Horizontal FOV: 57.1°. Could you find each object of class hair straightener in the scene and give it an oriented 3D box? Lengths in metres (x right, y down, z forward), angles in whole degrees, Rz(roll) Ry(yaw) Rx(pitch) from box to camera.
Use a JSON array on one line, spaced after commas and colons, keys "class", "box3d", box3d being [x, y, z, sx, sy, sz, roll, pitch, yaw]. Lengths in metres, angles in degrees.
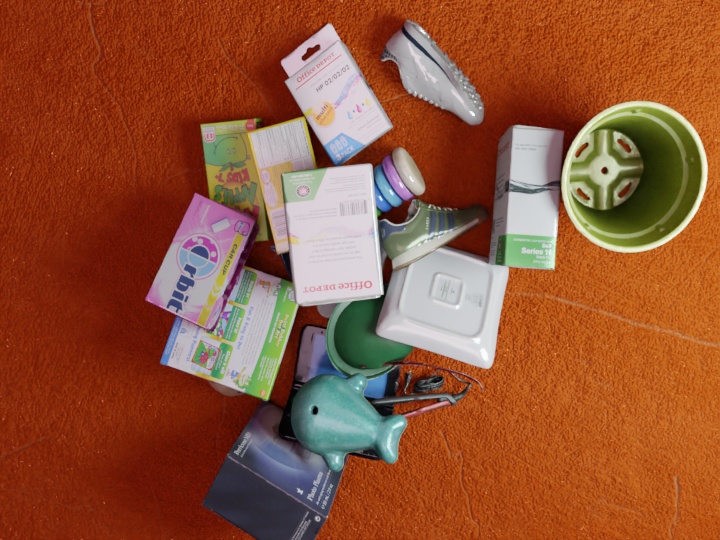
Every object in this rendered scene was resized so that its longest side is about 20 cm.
[{"class": "hair straightener", "box3d": [0.103, 0.211, 1.149, 0.194, 0.041, 0.079, -12, 78, -15]}]

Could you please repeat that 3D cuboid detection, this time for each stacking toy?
[{"class": "stacking toy", "box3d": [0.009, -0.119, 1.116, 0.197, 0.085, 0.087, -31, 96, 19]}]

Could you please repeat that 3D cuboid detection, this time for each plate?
[{"class": "plate", "box3d": [0.140, 0.039, 1.083, 0.194, 0.033, 0.204, 16, 60, 3]}]

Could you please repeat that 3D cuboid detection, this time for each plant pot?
[{"class": "plant pot", "box3d": [0.386, -0.147, 0.999, 0.193, 0.184, 0.208, 1, 102, 7]}]

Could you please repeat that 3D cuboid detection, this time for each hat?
[{"class": "hat", "box3d": [0.061, 0.122, 1.066, 0.195, 0.175, 0.171, -18, 110, -19]}]

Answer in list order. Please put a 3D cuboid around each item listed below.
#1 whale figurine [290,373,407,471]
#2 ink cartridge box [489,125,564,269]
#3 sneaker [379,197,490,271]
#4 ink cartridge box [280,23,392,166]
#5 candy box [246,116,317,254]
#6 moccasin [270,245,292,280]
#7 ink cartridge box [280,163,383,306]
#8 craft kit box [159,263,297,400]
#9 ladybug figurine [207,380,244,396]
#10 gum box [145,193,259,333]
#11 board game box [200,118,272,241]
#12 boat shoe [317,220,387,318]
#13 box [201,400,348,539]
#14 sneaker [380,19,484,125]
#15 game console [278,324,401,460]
[{"class": "whale figurine", "box3d": [-0.026, 0.244, 1.072, 0.195, 0.104, 0.164, 15, 78, 25]}, {"class": "ink cartridge box", "box3d": [0.255, -0.108, 1.028, 0.080, 0.147, 0.208, 4, 92, 3]}, {"class": "sneaker", "box3d": [0.117, -0.082, 1.079, 0.196, 0.067, 0.092, -28, 87, -19]}, {"class": "ink cartridge box", "box3d": [-0.045, -0.291, 1.088, 0.113, 0.068, 0.203, -31, 95, 12]}, {"class": "candy box", "box3d": [-0.115, -0.139, 1.090, 0.099, 0.026, 0.207, -14, 94, -6]}, {"class": "moccasin", "box3d": [-0.128, -0.069, 1.144, 0.078, 0.068, 0.206, -15, 99, 10]}, {"class": "ink cartridge box", "box3d": [-0.042, -0.058, 1.041, 0.140, 0.088, 0.207, -6, 97, 1]}, {"class": "craft kit box", "box3d": [-0.216, 0.093, 1.132, 0.192, 0.049, 0.206, 18, 79, 2]}, {"class": "ladybug figurine", "box3d": [-0.242, 0.135, 1.199, 0.131, 0.072, 0.207, -6, 100, 9]}, {"class": "gum box", "box3d": [-0.255, -0.017, 1.092, 0.111, 0.066, 0.205, 22, 80, 1]}, {"class": "board game box", "box3d": [-0.212, -0.154, 1.149, 0.098, 0.048, 0.207, -3, 101, 8]}, {"class": "boat shoe", "box3d": [0.000, 0.000, 1.145, 0.201, 0.063, 0.071, -52, 56, 19]}, {"class": "box", "box3d": [-0.141, 0.362, 1.161, 0.195, 0.200, 0.125, 30, 109, 0]}, {"class": "sneaker", "box3d": [0.120, -0.304, 1.069, 0.080, 0.076, 0.201, -42, 89, 25]}, {"class": "game console", "box3d": [-0.034, 0.214, 1.167, 0.193, 0.175, 0.121, 10, 130, 6]}]
